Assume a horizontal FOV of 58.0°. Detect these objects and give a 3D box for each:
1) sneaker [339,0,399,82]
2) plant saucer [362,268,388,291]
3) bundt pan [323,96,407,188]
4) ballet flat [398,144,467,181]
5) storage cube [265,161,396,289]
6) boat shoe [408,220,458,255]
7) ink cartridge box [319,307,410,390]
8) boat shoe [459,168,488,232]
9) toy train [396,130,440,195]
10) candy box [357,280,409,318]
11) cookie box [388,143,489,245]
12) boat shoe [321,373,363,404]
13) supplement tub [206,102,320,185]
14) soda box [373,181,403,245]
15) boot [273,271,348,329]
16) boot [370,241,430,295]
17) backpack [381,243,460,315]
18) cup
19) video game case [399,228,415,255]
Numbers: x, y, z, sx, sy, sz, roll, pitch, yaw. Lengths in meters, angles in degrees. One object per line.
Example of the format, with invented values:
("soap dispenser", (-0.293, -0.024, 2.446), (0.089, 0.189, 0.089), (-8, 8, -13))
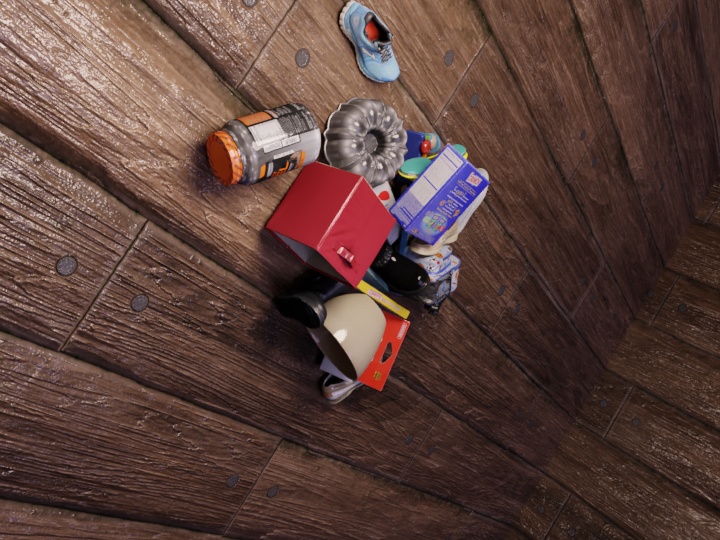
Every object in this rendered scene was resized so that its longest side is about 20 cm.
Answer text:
("sneaker", (0.032, -0.463, 1.351), (0.079, 0.089, 0.200), (-54, 140, -7))
("plant saucer", (0.000, 0.000, 1.599), (0.200, 0.069, 0.019), (45, 57, -48))
("bundt pan", (0.021, -0.275, 1.404), (0.198, 0.075, 0.207), (-4, 98, -29))
("ballet flat", (0.169, -0.233, 1.511), (0.197, 0.067, 0.068), (-24, 143, -27))
("storage cube", (-0.059, -0.099, 1.385), (0.182, 0.198, 0.171), (-58, 139, -12))
("boat shoe", (0.187, -0.092, 1.633), (0.199, 0.071, 0.066), (-25, 133, -47))
("ink cartridge box", (0.011, 0.190, 1.646), (0.044, 0.171, 0.203), (-52, 165, -82))
("boat shoe", (0.282, -0.193, 1.775), (0.071, 0.070, 0.203), (24, 96, -52))
("toy train", (0.138, -0.242, 1.601), (0.115, 0.084, 0.204), (-21, 127, -53))
("candy box", (0.029, 0.057, 1.607), (0.199, 0.102, 0.027), (34, 88, -40))
("cookie box", (0.181, -0.167, 1.473), (0.200, 0.075, 0.170), (-47, 154, 13))
("boat shoe", (-0.019, 0.266, 1.719), (0.200, 0.074, 0.069), (-43, 142, -19))
("supplement tub", (-0.183, -0.237, 1.232), (0.198, 0.122, 0.125), (-26, 129, -33))
("soda box", (0.041, -0.157, 1.548), (0.064, 0.068, 0.202), (-44, 136, -19))
("boot", (-0.084, 0.048, 1.446), (0.167, 0.199, 0.078), (-33, 110, -26))
("boot", (0.061, -0.032, 1.536), (0.080, 0.209, 0.158), (-52, 143, -13))
("backpack", (0.166, 0.000, 1.692), (0.189, 0.198, 0.157), (-18, 126, -54))
("cup", (-0.022, 0.137, 1.542), (0.143, 0.199, 0.202), (-38, 134, -19))
("video game case", (0.153, -0.146, 1.640), (0.200, 0.018, 0.145), (-47, 151, -50))
